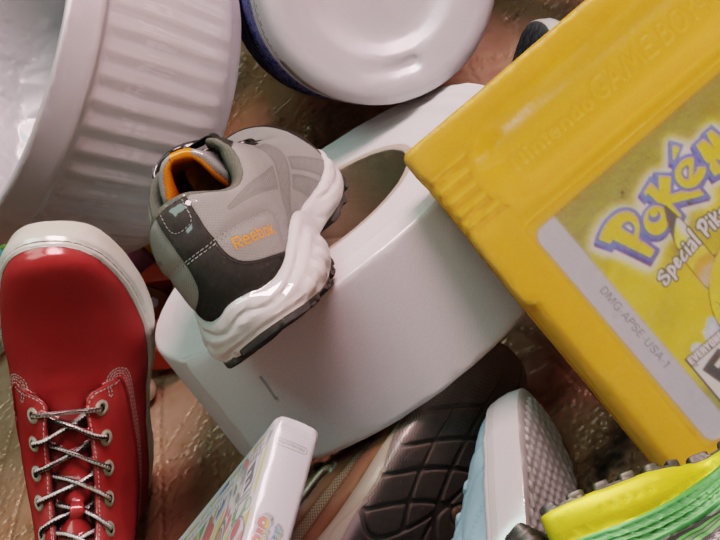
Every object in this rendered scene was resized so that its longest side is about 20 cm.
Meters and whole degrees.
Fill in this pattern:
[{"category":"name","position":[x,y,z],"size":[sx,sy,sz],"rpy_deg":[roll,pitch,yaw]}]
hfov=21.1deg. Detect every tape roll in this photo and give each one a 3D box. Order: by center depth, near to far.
[{"category":"tape roll","position":[0.000,0.000,0.917],"size":[0.202,0.071,0.203],"rpy_deg":[-33,19,13]}]

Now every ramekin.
[{"category":"ramekin","position":[-0.145,-0.101,1.018],"size":[0.200,0.105,0.201],"rpy_deg":[-34,49,51]}]

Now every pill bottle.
[{"category":"pill bottle","position":[-0.008,-0.150,1.025],"size":[0.120,0.120,0.200],"rpy_deg":[-45,12,-3]}]

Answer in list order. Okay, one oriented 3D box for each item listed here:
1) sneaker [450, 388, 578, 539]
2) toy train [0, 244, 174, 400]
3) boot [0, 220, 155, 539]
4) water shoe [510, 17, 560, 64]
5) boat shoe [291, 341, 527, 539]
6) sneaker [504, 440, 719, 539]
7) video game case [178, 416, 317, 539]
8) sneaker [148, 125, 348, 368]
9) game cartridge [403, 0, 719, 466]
[{"category":"sneaker","position":[0.047,0.141,0.812],"size":[0.082,0.074,0.201],"rpy_deg":[-15,47,23]},{"category":"toy train","position":[-0.158,-0.002,1.105],"size":[0.199,0.056,0.151],"rpy_deg":[-1,55,36]},{"category":"boot","position":[-0.133,0.088,0.905],"size":[0.072,0.201,0.145],"rpy_deg":[-3,42,2]},{"category":"water shoe","position":[0.125,-0.073,0.946],"size":[0.200,0.079,0.072],"rpy_deg":[-128,55,-71]},{"category":"boat shoe","position":[-0.001,0.108,0.878],"size":[0.072,0.076,0.200],"rpy_deg":[23,70,48]},{"category":"sneaker","position":[0.158,0.108,0.744],"size":[0.199,0.078,0.085],"rpy_deg":[-24,60,-4]},{"category":"video game case","position":[-0.079,0.180,0.827],"size":[0.200,0.023,0.183],"rpy_deg":[128,160,-56]},{"category":"sneaker","position":[-0.055,-0.034,0.862],"size":[0.074,0.079,0.200],"rpy_deg":[-36,17,10]},{"category":"game cartridge","position":[0.146,-0.026,0.806],"size":[0.176,0.200,0.032],"rpy_deg":[-40,2,2]}]
